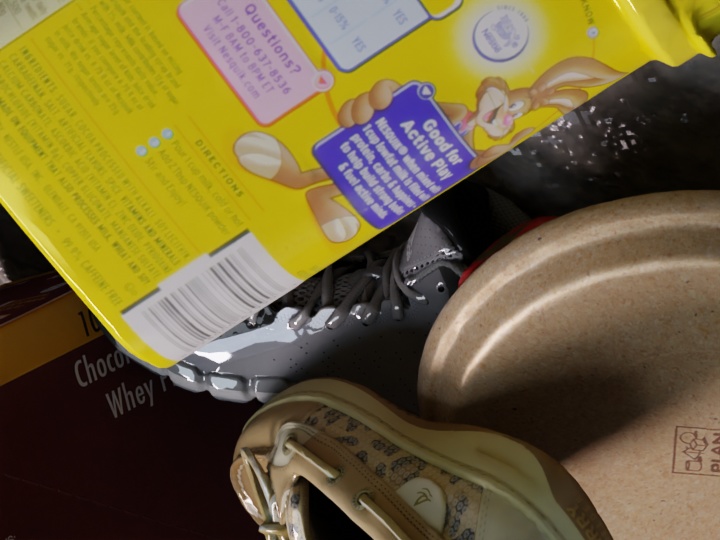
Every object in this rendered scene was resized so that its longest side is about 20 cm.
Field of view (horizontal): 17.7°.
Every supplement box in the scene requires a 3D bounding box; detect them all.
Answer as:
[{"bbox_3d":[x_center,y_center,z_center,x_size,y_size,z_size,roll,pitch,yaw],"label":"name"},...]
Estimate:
[{"bbox_3d":[-0.137,0.118,0.909,0.133,0.197,0.200,-14,100,45],"label":"supplement box"}]

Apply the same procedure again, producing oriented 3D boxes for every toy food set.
[{"bbox_3d":[0.119,0.046,0.774,0.198,0.049,0.200,-8,130,17],"label":"toy food set"}]

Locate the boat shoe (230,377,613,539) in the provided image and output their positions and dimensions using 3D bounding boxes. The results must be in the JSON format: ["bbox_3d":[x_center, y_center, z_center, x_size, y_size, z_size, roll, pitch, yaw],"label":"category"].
[{"bbox_3d":[0.003,0.084,0.774,0.073,0.063,0.200,56,156,-18],"label":"boat shoe"}]

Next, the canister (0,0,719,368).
[{"bbox_3d":[-0.015,-0.080,0.646,0.200,0.087,0.149,-32,114,11],"label":"canister"}]

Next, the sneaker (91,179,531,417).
[{"bbox_3d":[0.000,0.000,0.839,0.200,0.075,0.116,17,138,4],"label":"sneaker"}]
